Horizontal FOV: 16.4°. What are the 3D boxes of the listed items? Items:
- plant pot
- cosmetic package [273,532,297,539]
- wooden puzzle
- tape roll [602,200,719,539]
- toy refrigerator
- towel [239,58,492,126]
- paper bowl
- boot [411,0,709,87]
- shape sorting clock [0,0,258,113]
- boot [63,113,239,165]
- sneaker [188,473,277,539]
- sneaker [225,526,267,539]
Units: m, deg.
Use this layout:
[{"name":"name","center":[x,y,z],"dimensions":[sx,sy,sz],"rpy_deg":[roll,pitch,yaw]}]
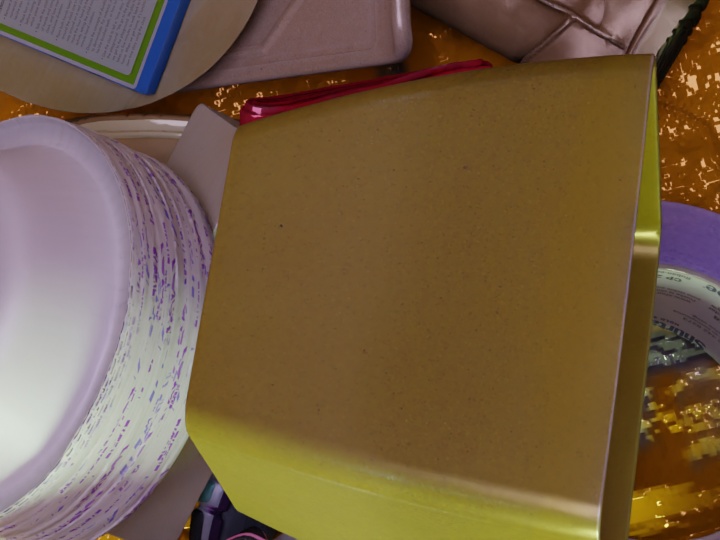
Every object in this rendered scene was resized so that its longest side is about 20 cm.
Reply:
[{"name":"plant pot","center":[0.030,0.032,1.059],"dimensions":[0.175,0.200,0.202],"rpy_deg":[5,70,10]},{"name":"cosmetic package","center":[-0.025,0.189,1.212],"dimensions":[0.200,0.081,0.113],"rpy_deg":[-37,80,-23]},{"name":"wooden puzzle","center":[-0.048,-0.188,1.263],"dimensions":[0.199,0.037,0.187],"rpy_deg":[-4,86,41]},{"name":"tape roll","center":[0.133,0.074,1.187],"dimensions":[0.198,0.085,0.202],"rpy_deg":[1,71,-2]},{"name":"toy refrigerator","center":[-0.084,0.029,1.221],"dimensions":[0.070,0.076,0.201],"rpy_deg":[25,95,-33]},{"name":"towel","center":[0.000,0.000,1.201],"dimensions":[0.022,0.144,0.202],"rpy_deg":[33,128,48]},{"name":"paper bowl","center":[-0.168,0.026,1.171],"dimensions":[0.200,0.104,0.202],"rpy_deg":[-18,62,39]},{"name":"boot","center":[0.054,-0.125,1.262],"dimensions":[0.199,0.066,0.176],"rpy_deg":[33,91,14]},{"name":"shape sorting clock","center":[-0.140,-0.177,1.239],"dimensions":[0.198,0.039,0.202],"rpy_deg":[2,110,5]},{"name":"boot","center":[-0.134,0.000,1.288],"dimensions":[0.198,0.073,0.157],"rpy_deg":[-6,86,14]},{"name":"sneaker","center":[-0.028,0.080,1.264],"dimensions":[0.087,0.074,0.202],"rpy_deg":[14,90,8]},{"name":"sneaker","center":[-0.071,0.159,1.144],"dimensions":[0.198,0.079,0.096],"rpy_deg":[8,46,-8]}]
